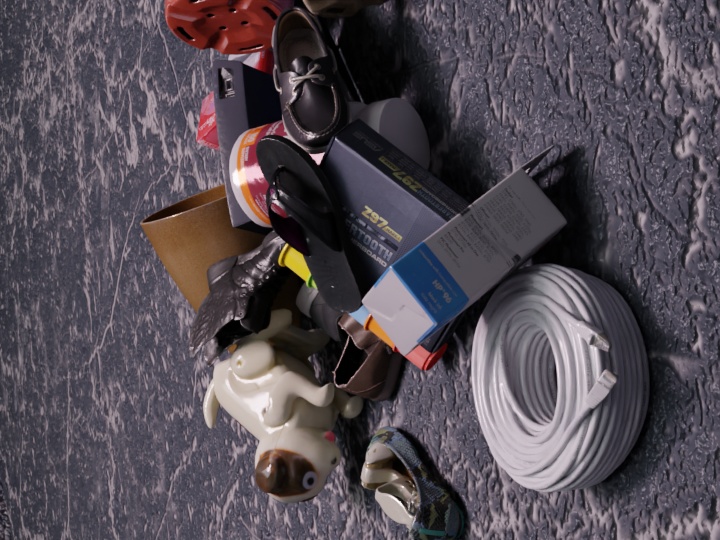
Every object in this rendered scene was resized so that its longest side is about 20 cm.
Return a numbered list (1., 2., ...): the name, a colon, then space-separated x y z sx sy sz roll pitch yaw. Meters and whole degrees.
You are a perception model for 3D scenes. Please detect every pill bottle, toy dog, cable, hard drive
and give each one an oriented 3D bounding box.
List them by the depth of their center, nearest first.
1. cable: 0.171 0.093 1.248 0.200 0.069 0.200 -120 38 -46
2. pill bottle: -0.033 -0.118 1.528 0.199 0.114 0.115 -11 80 35
3. hard drive: -0.114 -0.141 1.650 0.042 0.135 0.201 -15 76 28
4. toy dog: -0.095 0.174 1.665 0.201 0.193 0.140 67 -170 27

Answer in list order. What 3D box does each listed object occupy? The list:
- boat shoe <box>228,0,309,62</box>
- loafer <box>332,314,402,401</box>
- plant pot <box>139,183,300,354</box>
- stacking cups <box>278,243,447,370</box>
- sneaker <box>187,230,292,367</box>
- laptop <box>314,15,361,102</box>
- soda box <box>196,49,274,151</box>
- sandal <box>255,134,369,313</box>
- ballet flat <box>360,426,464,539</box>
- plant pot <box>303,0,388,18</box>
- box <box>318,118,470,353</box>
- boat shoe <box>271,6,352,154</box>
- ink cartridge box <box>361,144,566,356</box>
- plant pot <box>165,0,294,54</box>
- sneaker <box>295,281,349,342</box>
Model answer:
1. boat shoe: -0.113 -0.307 1.811 0.200 0.070 0.067 154 124 -63
2. loafer: 0.016 0.059 1.557 0.073 0.071 0.201 46 132 54
3. plant pot: -0.151 -0.002 1.762 0.186 0.186 0.201 2 115 64
4. stacking cups: 0.008 0.028 1.503 0.200 0.060 0.061 37 133 13
5. sneaker: -0.118 0.027 1.621 0.199 0.060 0.105 -25 57 29
6. laptop: -0.057 -0.198 1.651 0.200 0.103 0.178 -50 46 34
7. soda box: -0.148 -0.220 1.859 0.200 0.063 0.070 -28 50 57
8. sandal: -0.052 -0.042 1.413 0.075 0.048 0.201 -11 111 45
9. ballet flat: 0.039 0.226 1.523 0.200 0.074 0.075 39 125 58
10. plant pot: -0.028 -0.382 1.521 0.200 0.200 0.184 -45 63 56
11. box: 0.035 -0.033 1.421 0.200 0.051 0.158 38 135 10
12. boat shoe: -0.054 -0.202 1.478 0.060 0.074 0.200 70 -171 -45
13. ink cartridge box: 0.106 -0.018 1.269 0.068 0.200 0.116 51 160 5
14. plant pot: -0.154 -0.378 1.692 0.201 0.200 0.196 141 135 -58
15. sneaker: 0.000 0.000 1.608 0.085 0.074 0.200 49 135 21
